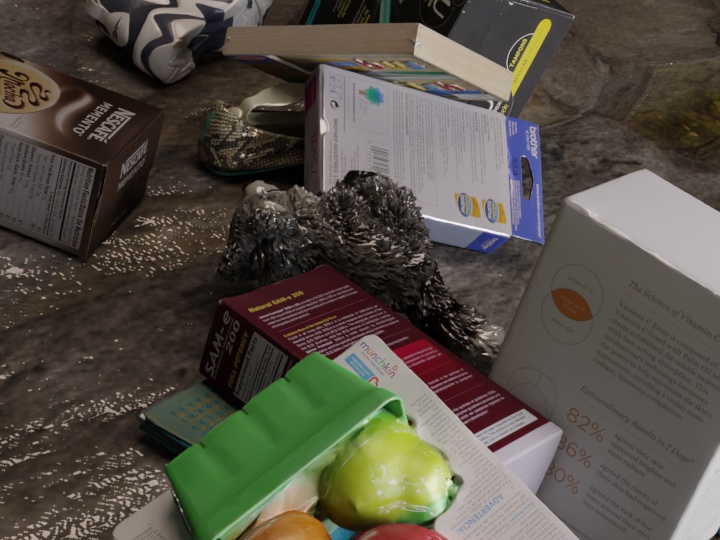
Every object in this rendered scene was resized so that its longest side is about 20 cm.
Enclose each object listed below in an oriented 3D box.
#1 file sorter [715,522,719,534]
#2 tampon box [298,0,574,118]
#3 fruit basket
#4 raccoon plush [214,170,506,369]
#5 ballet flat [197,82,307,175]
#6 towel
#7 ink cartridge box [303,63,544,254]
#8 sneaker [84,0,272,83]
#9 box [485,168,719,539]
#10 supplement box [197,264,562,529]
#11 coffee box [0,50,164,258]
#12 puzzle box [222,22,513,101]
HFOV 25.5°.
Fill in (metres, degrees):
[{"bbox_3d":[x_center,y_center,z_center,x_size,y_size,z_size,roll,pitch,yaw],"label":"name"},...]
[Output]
[{"bbox_3d":[0.228,0.056,1.091,0.200,0.139,0.123,36,32,29],"label":"file sorter"},{"bbox_3d":[0.063,-0.222,1.430,0.126,0.150,0.200,9,30,-39],"label":"tampon box"},{"bbox_3d":[-0.001,0.151,0.833,0.185,0.094,0.200,-38,67,-15],"label":"fruit basket"},{"bbox_3d":[0.000,0.000,1.089,0.200,0.097,0.134,31,26,24],"label":"raccoon plush"},{"bbox_3d":[-0.037,-0.117,1.297,0.200,0.075,0.068,-3,33,-31],"label":"ballet flat"},{"bbox_3d":[-0.025,0.099,1.005,0.147,0.022,0.200,32,31,21],"label":"towel"},{"bbox_3d":[0.051,-0.084,1.263,0.200,0.042,0.120,11,60,-21],"label":"ink cartridge box"},{"bbox_3d":[-0.170,-0.247,1.437,0.129,0.080,0.199,34,43,11],"label":"sneaker"},{"bbox_3d":[0.174,0.065,0.980,0.152,0.200,0.106,35,31,25],"label":"box"},{"bbox_3d":[0.010,0.080,0.973,0.200,0.061,0.109,36,32,26],"label":"supplement box"},{"bbox_3d":[-0.258,-0.097,1.144,0.200,0.080,0.113,20,29,5],"label":"coffee box"},{"bbox_3d":[0.005,-0.166,1.273,0.200,0.025,0.133,6,-7,40],"label":"puzzle box"}]
